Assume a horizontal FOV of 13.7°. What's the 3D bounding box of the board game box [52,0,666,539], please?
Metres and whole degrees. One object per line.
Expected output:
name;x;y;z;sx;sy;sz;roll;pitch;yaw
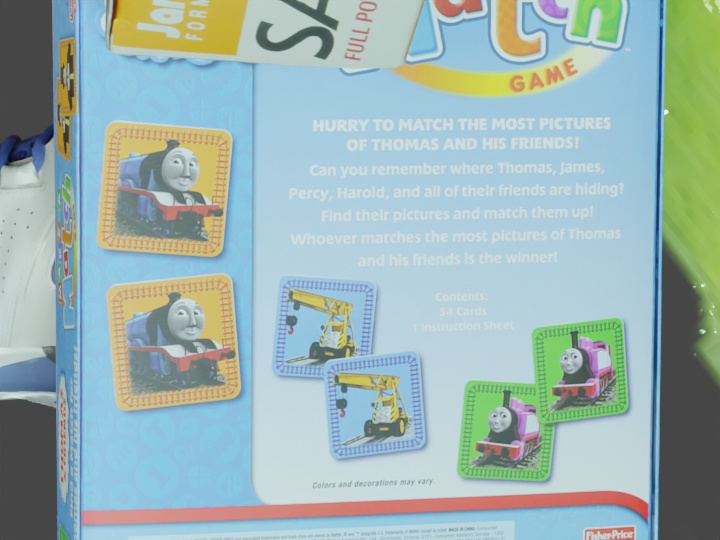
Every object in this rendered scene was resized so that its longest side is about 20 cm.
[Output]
board game box;0.000;0.000;0.745;0.151;0.037;0.200;-1;97;-14

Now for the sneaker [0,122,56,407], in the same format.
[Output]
sneaker;-0.073;-0.020;0.804;0.199;0.081;0.115;11;102;11

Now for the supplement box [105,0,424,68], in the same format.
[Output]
supplement box;-0.016;-0.161;0.666;0.073;0.126;0.200;3;70;-6
